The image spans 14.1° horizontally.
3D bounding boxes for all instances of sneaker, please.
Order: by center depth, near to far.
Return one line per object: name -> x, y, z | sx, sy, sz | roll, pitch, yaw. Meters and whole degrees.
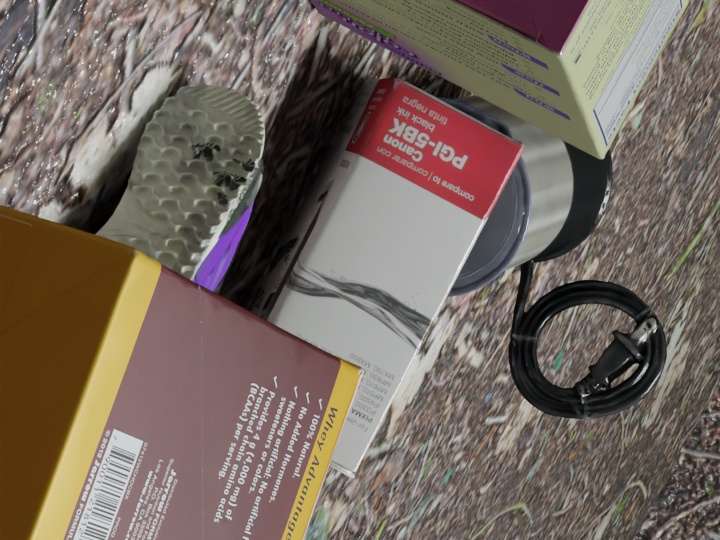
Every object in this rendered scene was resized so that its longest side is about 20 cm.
sneaker -> -0.105, 0.014, 1.374 | 0.200, 0.069, 0.100 | -54, 165, -28

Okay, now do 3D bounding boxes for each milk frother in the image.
milk frother -> 0.096, -0.005, 1.776 | 0.181, 0.200, 0.188 | -63, 165, 16

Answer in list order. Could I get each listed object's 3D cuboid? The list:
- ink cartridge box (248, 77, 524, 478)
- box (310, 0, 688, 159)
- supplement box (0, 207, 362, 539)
ink cartridge box -> 0.000, 0.000, 1.599 | 0.200, 0.083, 0.147 | -63, -173, 0
box -> 0.056, -0.156, 1.414 | 0.097, 0.176, 0.200 | -61, 165, -6
supplement box -> -0.126, 0.091, 1.149 | 0.200, 0.132, 0.198 | 31, 77, -61
